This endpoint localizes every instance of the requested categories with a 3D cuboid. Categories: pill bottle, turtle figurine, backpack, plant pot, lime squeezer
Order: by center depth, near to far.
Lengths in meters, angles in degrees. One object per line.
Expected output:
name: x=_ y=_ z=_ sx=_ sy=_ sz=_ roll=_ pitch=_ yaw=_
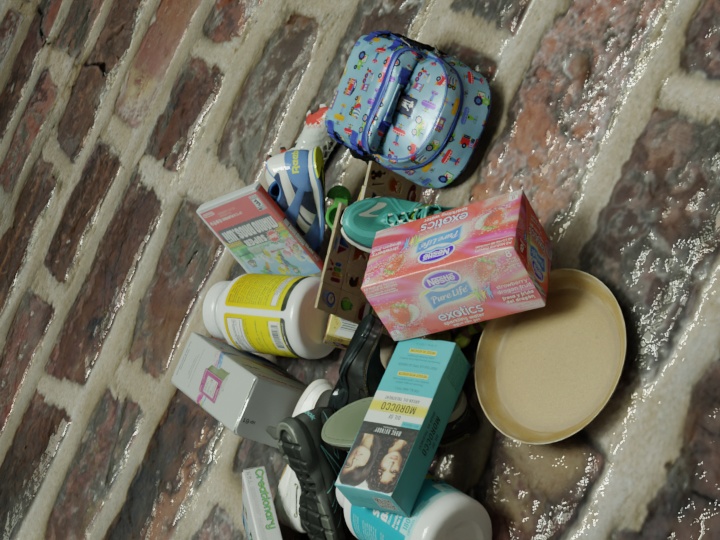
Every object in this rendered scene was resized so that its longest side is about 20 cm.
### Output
plant pot: x=0.215 y=0.098 z=1.323 sx=0.198 sy=0.027 sz=0.203 roll=-21 pitch=58 yaw=36
pill bottle: x=0.053 y=0.285 z=1.380 sx=0.199 sy=0.110 sz=0.113 roll=20 pitch=89 yaw=52
turtle figurine: x=0.087 y=0.088 z=1.466 sx=0.200 sy=0.064 sz=0.163 roll=-42 pitch=46 yaw=31
backpack: x=0.070 y=-0.210 z=1.569 sx=0.199 sy=0.133 sz=0.185 roll=35 pitch=102 yaw=48
lime squeezer: x=-0.038 y=-0.075 z=1.662 sx=0.071 sy=0.037 sz=0.202 roll=-52 pitch=25 yaw=32
pill bottle: x=-0.128 y=0.062 z=1.675 sx=0.198 sy=0.112 sz=0.115 roll=3 pitch=76 yaw=40

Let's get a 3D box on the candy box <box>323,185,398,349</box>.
candy box: x=0.000 y=0.000 z=1.575 sx=0.117 sy=0.055 sz=0.204 roll=114 pitch=168 yaw=-81

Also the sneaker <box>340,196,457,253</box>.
sneaker: x=0.074 y=-0.059 z=1.448 sx=0.080 sy=0.196 sz=0.079 roll=97 pitch=177 yaw=-74

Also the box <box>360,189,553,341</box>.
box: x=0.112 y=-0.003 z=1.364 sx=0.197 sy=0.095 sz=0.104 roll=-15 pitch=38 yaw=28

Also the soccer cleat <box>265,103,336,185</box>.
soccer cleat: x=-0.075 y=-0.174 z=1.786 sx=0.199 sy=0.068 sz=0.087 roll=-37 pitch=57 yaw=39

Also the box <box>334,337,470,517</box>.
box: x=0.050 y=0.175 z=1.351 sx=0.081 sy=0.049 sz=0.202 roll=3 pitch=55 yaw=36

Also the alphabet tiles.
alphabet tiles: x=0.024 y=-0.028 z=1.511 sx=0.007 sy=0.166 sz=0.204 roll=2 pitch=75 yaw=47

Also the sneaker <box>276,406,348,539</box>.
sneaker: x=-0.041 y=0.269 z=1.499 sx=0.075 sy=0.079 sz=0.203 roll=7 pitch=116 yaw=51

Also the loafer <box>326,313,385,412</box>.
loafer: x=0.011 y=0.128 z=1.480 sx=0.201 sy=0.071 sz=0.073 roll=106 pitch=-171 yaw=-53

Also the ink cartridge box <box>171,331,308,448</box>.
ink cartridge box: x=-0.152 y=0.172 z=1.652 sx=0.199 sy=0.143 sz=0.086 roll=28 pitch=93 yaw=52

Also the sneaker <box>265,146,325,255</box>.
sneaker: x=-0.089 y=-0.094 z=1.672 sx=0.202 sy=0.081 sz=0.075 roll=88 pitch=180 yaw=-46

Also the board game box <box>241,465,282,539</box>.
board game box: x=-0.121 y=0.378 z=1.558 sx=0.127 sy=0.034 sz=0.202 roll=96 pitch=161 yaw=-48

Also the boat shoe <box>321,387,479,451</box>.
boat shoe: x=0.047 y=0.191 z=1.431 sx=0.198 sy=0.061 sz=0.072 roll=-15 pitch=41 yaw=28

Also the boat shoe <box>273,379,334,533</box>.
boat shoe: x=-0.057 y=0.248 z=1.569 sx=0.069 sy=0.070 sz=0.204 roll=18 pitch=97 yaw=51

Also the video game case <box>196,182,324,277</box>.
video game case: x=-0.130 y=-0.030 z=1.687 sx=0.142 sy=0.201 sz=0.018 roll=-15 pitch=32 yaw=46
